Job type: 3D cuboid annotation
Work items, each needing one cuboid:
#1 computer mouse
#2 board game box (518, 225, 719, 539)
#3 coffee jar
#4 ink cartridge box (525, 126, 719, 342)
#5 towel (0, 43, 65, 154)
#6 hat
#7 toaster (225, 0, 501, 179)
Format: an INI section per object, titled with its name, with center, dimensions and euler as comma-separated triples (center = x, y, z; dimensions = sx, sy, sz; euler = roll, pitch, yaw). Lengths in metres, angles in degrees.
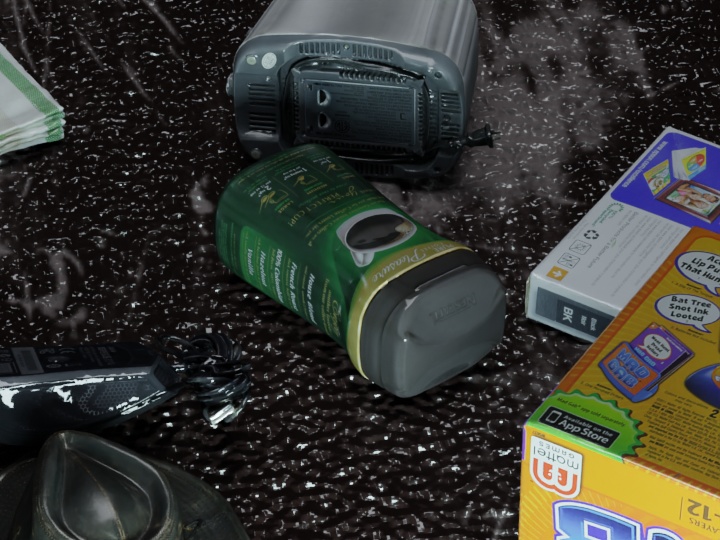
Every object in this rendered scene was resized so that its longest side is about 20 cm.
[computer mouse]
center = -0.168, 0.080, 1.522
dimensions = 0.199, 0.053, 0.139
euler = -2, 13, -8
[board game box]
center = 0.219, 0.134, 1.333
dimensions = 0.200, 0.200, 0.200
euler = 21, 43, 26
[coffee jar]
center = 0.000, 0.000, 1.600
dimensions = 0.104, 0.085, 0.200
euler = -25, 43, -30
[ink cartridge box]
center = 0.244, -0.002, 1.631
dimensions = 0.200, 0.043, 0.198
euler = 22, 44, 27
[towel]
center = -0.332, -0.105, 1.793
dimensions = 0.200, 0.031, 0.149
euler = -23, 41, -22
[hat]
center = -0.157, 0.146, 1.422
dimensions = 0.200, 0.081, 0.201
euler = -2, 38, 1
[toaster]
center = 0.009, -0.143, 1.760
dimensions = 0.199, 0.114, 0.129
euler = 5, 36, 10
